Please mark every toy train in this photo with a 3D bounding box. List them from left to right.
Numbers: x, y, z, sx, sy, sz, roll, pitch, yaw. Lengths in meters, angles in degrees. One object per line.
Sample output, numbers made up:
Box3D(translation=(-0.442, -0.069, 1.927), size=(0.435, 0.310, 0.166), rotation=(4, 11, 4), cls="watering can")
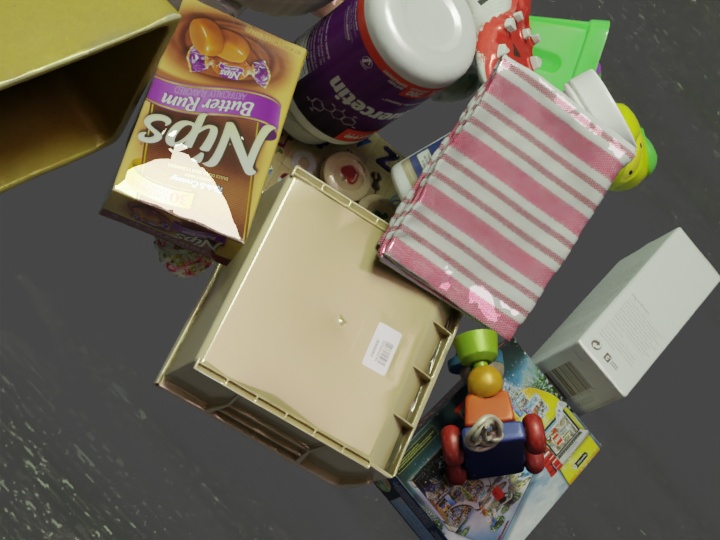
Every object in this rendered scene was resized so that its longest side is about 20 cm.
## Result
Box3D(translation=(0.103, 0.099, 1.141), size=(0.084, 0.200, 0.116), rotation=(-9, 68, 3), cls="toy train")

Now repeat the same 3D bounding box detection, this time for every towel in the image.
Box3D(translation=(0.123, -0.058, 1.153), size=(0.146, 0.030, 0.200), rotation=(32, 96, -15), cls="towel")

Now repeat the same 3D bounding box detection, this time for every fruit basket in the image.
Box3D(translation=(0.207, -0.134, 1.354), size=(0.215, 0.156, 0.216), rotation=(0, 89, -4), cls="fruit basket")

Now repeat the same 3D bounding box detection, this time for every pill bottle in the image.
Box3D(translation=(0.004, -0.183, 1.234), size=(0.112, 0.200, 0.113), rotation=(13, 66, -31), cls="pill bottle")
Box3D(translation=(0.137, -0.092, 1.225), size=(0.200, 0.111, 0.111), rotation=(-30, 84, 8), cls="pill bottle")

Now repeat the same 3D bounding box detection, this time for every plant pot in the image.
Box3D(translation=(-0.296, -0.193, 1.090), size=(0.195, 0.194, 0.200), rotation=(-30, 80, -36), cls="plant pot")

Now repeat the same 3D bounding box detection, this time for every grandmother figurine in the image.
Box3D(translation=(0.032, -0.228, 1.369), size=(0.200, 0.061, 0.122), rotation=(30, 52, -15), cls="grandmother figurine")

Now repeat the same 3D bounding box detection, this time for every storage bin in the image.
Box3D(translation=(-0.033, 0.051, 1.170), size=(0.198, 0.094, 0.200), rotation=(32, 65, -15), cls="storage bin")

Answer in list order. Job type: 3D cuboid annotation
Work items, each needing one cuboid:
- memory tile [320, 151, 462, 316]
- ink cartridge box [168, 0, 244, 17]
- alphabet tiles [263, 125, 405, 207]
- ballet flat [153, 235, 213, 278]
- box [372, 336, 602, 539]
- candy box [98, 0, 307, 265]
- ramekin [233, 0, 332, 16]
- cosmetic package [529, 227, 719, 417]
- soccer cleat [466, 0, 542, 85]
Box3D(translation=(0.000, 0.000, 1.268), size=(0.153, 0.017, 0.200), rotation=(-41, 96, -34), cls="memory tile")
Box3D(translation=(-0.138, -0.322, 1.296), size=(0.145, 0.084, 0.200), rotation=(41, 54, -9), cls="ink cartridge box")
Box3D(translation=(-0.035, -0.068, 1.293), size=(0.166, 0.006, 0.200), rotation=(38, 55, -12), cls="alphabet tiles")
Box3D(translation=(-0.134, -0.091, 1.210), size=(0.075, 0.064, 0.200), rotation=(16, 61, -9), cls="ballet flat")
Box3D(translation=(0.117, 0.172, 1.256), size=(0.137, 0.038, 0.200), rotation=(51, 54, -1), cls="box")
Box3D(translation=(-0.128, -0.117, 1.154), size=(0.116, 0.056, 0.200), rotation=(22, 64, -14), cls="candy box")
Box3D(translation=(-0.070, -0.318, 1.224), size=(0.202, 0.094, 0.203), rotation=(13, 65, -28), cls="ramekin")
Box3D(translation=(0.255, 0.053, 1.351), size=(0.071, 0.101, 0.200), rotation=(50, 55, -3), cls="cosmetic package")
Box3D(translation=(0.116, -0.222, 1.258), size=(0.069, 0.085, 0.200), rotation=(47, 39, -37), cls="soccer cleat")
